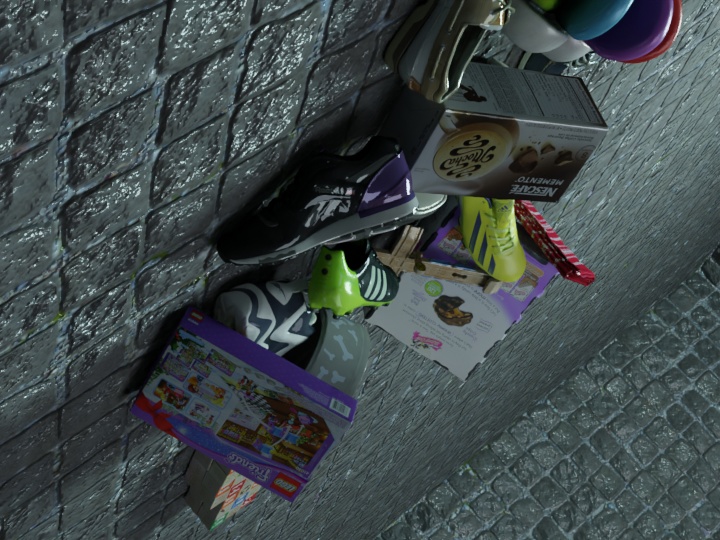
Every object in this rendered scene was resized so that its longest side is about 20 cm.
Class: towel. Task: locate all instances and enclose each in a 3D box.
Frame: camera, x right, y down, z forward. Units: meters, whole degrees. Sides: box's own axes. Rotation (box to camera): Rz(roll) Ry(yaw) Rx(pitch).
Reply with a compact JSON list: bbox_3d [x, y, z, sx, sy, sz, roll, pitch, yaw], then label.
[{"bbox_3d":[0.214,-0.064,1.550,0.022,0.201,0.144,-39,164,12],"label":"towel"}]

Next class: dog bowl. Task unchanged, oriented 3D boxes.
[{"bbox_3d":[-0.078,0.124,1.405,0.200,0.059,0.201,-41,-156,22],"label":"dog bowl"}]

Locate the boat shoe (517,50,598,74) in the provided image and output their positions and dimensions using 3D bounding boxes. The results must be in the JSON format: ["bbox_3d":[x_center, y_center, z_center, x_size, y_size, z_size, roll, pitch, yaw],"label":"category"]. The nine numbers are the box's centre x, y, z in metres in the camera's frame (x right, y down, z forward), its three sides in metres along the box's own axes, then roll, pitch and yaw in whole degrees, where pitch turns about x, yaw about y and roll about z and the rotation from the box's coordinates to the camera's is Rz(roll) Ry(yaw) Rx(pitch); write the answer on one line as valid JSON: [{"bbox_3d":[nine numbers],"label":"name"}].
[{"bbox_3d":[0.241,-0.259,1.393,0.075,0.062,0.201,-24,154,-52],"label":"boat shoe"}]

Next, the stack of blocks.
[{"bbox_3d":[-0.172,0.262,1.676,0.115,0.059,0.201,-29,157,-40],"label":"stack of blocks"}]

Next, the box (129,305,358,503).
[{"bbox_3d":[-0.120,0.139,1.285,0.137,0.199,0.039,-55,-171,33],"label":"box"}]

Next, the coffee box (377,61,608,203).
[{"bbox_3d":[0.132,-0.138,1.265,0.198,0.080,0.113,3,138,-29],"label":"coffee box"}]

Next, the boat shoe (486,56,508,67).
[{"bbox_3d":[0.154,-0.177,1.378,0.060,0.072,0.200,-46,168,3],"label":"boat shoe"}]

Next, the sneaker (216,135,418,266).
[{"bbox_3d":[-0.049,-0.071,1.190,0.198,0.088,0.076,-20,-162,-12],"label":"sneaker"}]

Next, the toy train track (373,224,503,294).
[{"bbox_3d":[0.081,0.005,1.498,0.198,0.033,0.115,11,135,-21],"label":"toy train track"}]

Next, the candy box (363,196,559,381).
[{"bbox_3d":[0.124,0.016,1.588,0.200,0.167,0.072,-50,-159,21],"label":"candy box"}]

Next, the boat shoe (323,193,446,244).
[{"bbox_3d":[0.010,-0.070,1.323,0.199,0.067,0.057,-16,168,-47],"label":"boat shoe"}]

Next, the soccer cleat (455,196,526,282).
[{"bbox_3d":[0.152,-0.065,1.453,0.065,0.083,0.202,-37,119,-24],"label":"soccer cleat"}]

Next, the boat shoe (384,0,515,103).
[{"bbox_3d":[0.103,-0.239,1.113,0.074,0.068,0.201,-19,150,-54],"label":"boat shoe"}]

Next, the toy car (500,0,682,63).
[{"bbox_3d":[0.239,-0.266,1.220,0.175,0.150,0.199,-49,162,19],"label":"toy car"}]

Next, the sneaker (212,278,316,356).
[{"bbox_3d":[-0.104,0.079,1.364,0.129,0.080,0.200,-20,142,-35],"label":"sneaker"}]

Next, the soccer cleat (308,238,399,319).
[{"bbox_3d":[0.000,0.000,1.368,0.200,0.067,0.082,-17,120,-70],"label":"soccer cleat"}]
